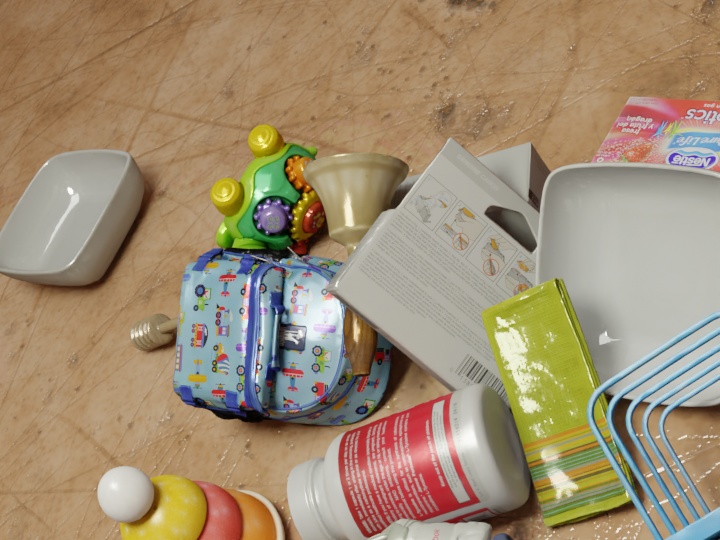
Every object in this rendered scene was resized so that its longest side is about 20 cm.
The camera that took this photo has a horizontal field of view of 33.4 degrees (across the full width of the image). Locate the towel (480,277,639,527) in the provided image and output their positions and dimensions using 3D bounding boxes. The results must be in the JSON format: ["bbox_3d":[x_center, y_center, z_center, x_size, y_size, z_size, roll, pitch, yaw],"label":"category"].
[{"bbox_3d":[0.167,0.113,1.029,0.086,0.018,0.201,-25,70,26],"label":"towel"}]

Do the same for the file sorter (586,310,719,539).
[{"bbox_3d":[0.263,0.118,0.845,0.139,0.200,0.123,-37,66,18],"label":"file sorter"}]

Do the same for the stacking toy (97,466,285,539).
[{"bbox_3d":[-0.177,0.239,1.120,0.145,0.200,0.147,-21,46,23],"label":"stacking toy"}]

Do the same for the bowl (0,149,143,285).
[{"bbox_3d":[-0.382,-0.063,1.606,0.199,0.075,0.201,3,60,39],"label":"bowl"}]

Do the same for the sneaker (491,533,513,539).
[{"bbox_3d":[0.113,0.302,0.942,0.082,0.074,0.201,-26,44,22],"label":"sneaker"}]

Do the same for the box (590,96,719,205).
[{"bbox_3d":[0.320,-0.082,1.067,0.199,0.103,0.095,12,59,41],"label":"box"}]

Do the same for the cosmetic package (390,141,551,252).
[{"bbox_3d":[0.103,-0.043,1.201,0.199,0.113,0.082,-14,50,27],"label":"cosmetic package"}]

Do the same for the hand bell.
[{"bbox_3d":[0.000,0.000,1.134,0.104,0.104,0.201,-11,73,30],"label":"hand bell"}]

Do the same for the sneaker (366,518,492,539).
[{"bbox_3d":[0.043,0.243,0.957,0.099,0.201,0.078,16,53,4],"label":"sneaker"}]

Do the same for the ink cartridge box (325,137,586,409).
[{"bbox_3d":[0.098,0.009,1.103,0.177,0.200,0.045,-52,10,-9],"label":"ink cartridge box"}]

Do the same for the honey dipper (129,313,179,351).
[{"bbox_3d":[-0.199,0.054,1.366,0.200,0.038,0.038,-22,43,47],"label":"honey dipper"}]

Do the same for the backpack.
[{"bbox_3d":[-0.071,0.069,1.207,0.199,0.134,0.184,7,88,31],"label":"backpack"}]

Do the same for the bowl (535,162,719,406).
[{"bbox_3d":[0.252,0.008,1.025,0.199,0.074,0.201,8,101,43],"label":"bowl"}]

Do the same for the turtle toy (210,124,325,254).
[{"bbox_3d":[-0.100,-0.058,1.364,0.101,0.146,0.201,26,75,25],"label":"turtle toy"}]

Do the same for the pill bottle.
[{"bbox_3d":[0.040,0.183,1.063,0.199,0.112,0.113,-23,46,21],"label":"pill bottle"}]
